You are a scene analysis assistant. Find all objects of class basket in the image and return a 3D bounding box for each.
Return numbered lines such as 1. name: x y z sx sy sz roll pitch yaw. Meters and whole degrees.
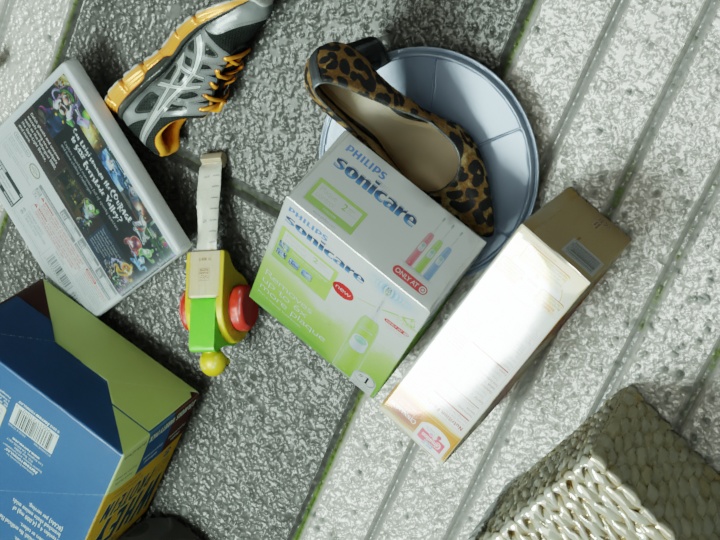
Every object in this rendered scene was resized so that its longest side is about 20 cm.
1. basket: 0.210 0.230 1.227 0.198 0.200 0.161 45 113 5

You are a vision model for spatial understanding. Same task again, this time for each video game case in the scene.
1. video game case: -0.263 -0.067 1.414 0.181 0.023 0.201 -32 90 42

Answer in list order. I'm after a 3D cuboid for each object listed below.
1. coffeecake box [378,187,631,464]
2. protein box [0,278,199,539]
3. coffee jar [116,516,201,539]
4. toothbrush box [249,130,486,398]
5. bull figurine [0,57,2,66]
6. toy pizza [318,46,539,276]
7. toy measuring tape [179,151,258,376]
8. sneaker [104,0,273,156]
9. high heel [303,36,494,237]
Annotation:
1. coffeecake box: 0.120 0.043 1.239 0.073 0.153 0.201 40 115 8
2. protein box: -0.293 0.160 1.432 0.197 0.135 0.201 34 121 11
3. coffee jar: -0.226 0.340 1.482 0.085 0.104 0.202 33 112 13
4. toothbrush box: 0.000 0.000 1.255 0.145 0.086 0.200 39 152 5
5. bull figurine: -0.416 -0.254 1.428 0.120 0.065 0.203 -10 100 27
6. toy pizza: 0.059 -0.091 1.298 0.197 0.032 0.203 6 106 20
7. toy measuring tape: -0.128 -0.003 1.391 0.073 0.073 0.203 -2 80 22
8. sneaker: -0.139 -0.177 1.335 0.199 0.078 0.078 -35 88 36
9. high heel: 0.030 -0.096 1.211 0.071 0.142 0.201 -36 89 25
